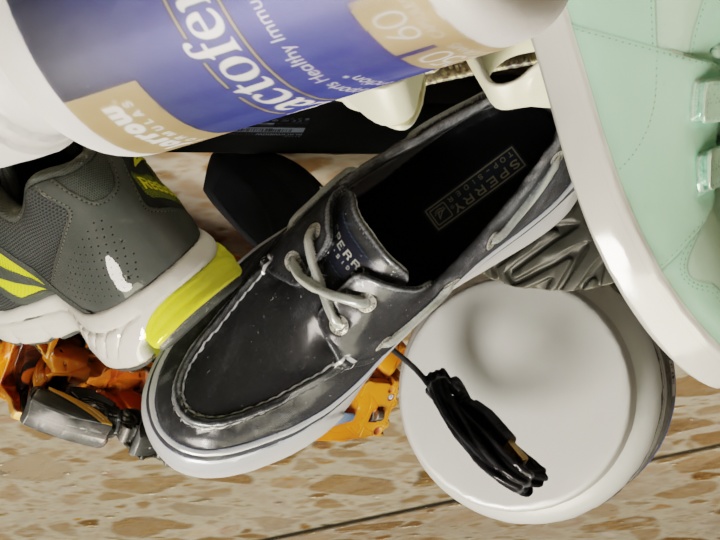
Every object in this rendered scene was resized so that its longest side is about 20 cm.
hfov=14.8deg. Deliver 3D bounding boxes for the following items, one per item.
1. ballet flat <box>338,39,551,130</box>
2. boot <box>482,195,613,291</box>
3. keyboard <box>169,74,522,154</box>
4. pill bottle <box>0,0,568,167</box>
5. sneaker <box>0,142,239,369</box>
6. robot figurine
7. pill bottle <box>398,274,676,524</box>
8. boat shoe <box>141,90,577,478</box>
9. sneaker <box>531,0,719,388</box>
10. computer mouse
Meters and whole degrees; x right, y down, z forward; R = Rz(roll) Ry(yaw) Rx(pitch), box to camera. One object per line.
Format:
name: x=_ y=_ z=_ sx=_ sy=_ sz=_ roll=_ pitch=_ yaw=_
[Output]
ballet flat: x=0.039 y=-0.085 z=0.932 sx=0.199 sy=0.076 sz=0.068 roll=-8 pitch=145 yaw=14
boot: x=0.135 y=-0.022 z=1.141 sx=0.181 sy=0.073 sz=0.200 roll=6 pitch=-177 yaw=17
keyboard: x=-0.035 y=-0.069 z=1.055 sx=0.199 sy=0.021 sz=0.127 roll=-1 pitch=167 yaw=-12
pill bottle: x=-0.045 y=-0.099 z=0.815 sx=0.199 sy=0.116 sz=0.116 roll=-15 pitch=158 yaw=30
sneaker: x=-0.109 y=-0.023 z=1.035 sx=0.074 sy=0.085 sz=0.200 roll=-38 pitch=-160 yaw=-20
robot figurine: x=-0.085 y=0.027 z=1.184 sx=0.199 sy=0.145 sz=0.058 roll=5 pitch=118 yaw=-40
pill bottle: x=0.078 y=0.052 z=1.207 sx=0.113 sy=0.114 sz=0.200 roll=-7 pitch=177 yaw=10
boat shoe: x=0.000 y=0.000 z=1.015 sx=0.200 sy=0.072 sz=0.068 roll=-35 pitch=166 yaw=-4
sneaker: x=0.120 y=-0.065 z=0.855 sx=0.118 sy=0.201 sz=0.074 roll=-16 pitch=-166 yaw=17
computer mouse: x=0.009 y=0.014 z=1.094 sx=0.034 sy=0.200 sz=0.059 roll=-48 pitch=157 yaw=6
